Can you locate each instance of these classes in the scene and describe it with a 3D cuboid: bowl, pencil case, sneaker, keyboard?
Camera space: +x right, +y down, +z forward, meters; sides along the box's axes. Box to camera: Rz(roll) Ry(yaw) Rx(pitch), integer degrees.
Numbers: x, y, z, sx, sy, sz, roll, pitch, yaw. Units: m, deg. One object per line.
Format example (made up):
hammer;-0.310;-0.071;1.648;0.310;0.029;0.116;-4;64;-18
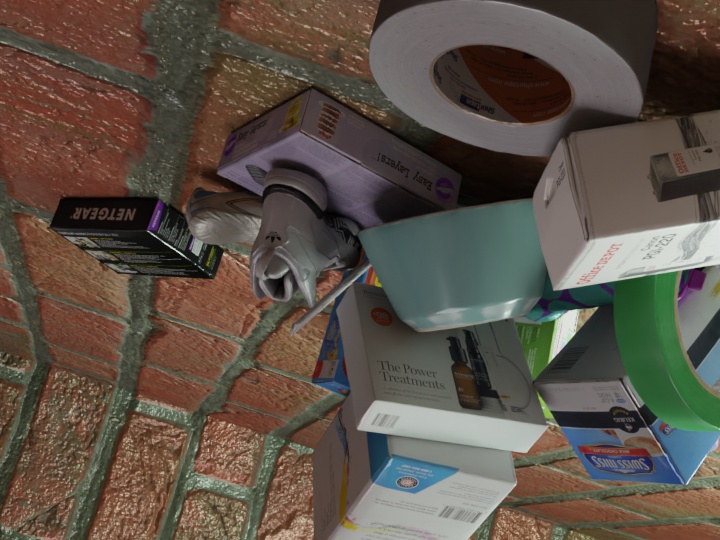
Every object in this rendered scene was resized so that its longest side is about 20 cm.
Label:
bowl;0.102;-0.001;0.992;0.197;0.107;0.201;-10;178;0
pencil case;0.243;0.000;1.038;0.092;0.086;0.199;41;154;-20
sneaker;-0.110;-0.060;1.211;0.197;0.073;0.072;10;136;-22
keyboard;0.000;0.000;1.099;0.011;0.200;0.056;49;162;-1
sneaker;-0.058;-0.013;1.042;0.074;0.117;0.200;8;161;21

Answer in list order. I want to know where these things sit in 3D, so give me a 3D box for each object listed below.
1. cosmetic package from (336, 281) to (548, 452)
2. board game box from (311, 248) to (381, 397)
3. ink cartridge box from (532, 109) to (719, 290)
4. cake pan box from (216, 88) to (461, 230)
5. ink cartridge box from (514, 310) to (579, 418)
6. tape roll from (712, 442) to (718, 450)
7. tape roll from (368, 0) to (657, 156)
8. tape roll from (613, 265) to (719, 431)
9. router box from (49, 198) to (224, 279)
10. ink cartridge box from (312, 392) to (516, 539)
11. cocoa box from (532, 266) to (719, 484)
cosmetic package;0.081;0.098;1.041;0.197;0.152;0.052;11;131;-24
board game box;0.062;0.069;1.199;0.194;0.203;0.056;24;163;-26
ink cartridge box;0.240;-0.054;0.762;0.196;0.086;0.146;-7;165;-2
cake pan box;-0.021;-0.096;1.035;0.198;0.053;0.183;25;161;-26
ink cartridge box;0.226;0.108;1.264;0.075;0.150;0.200;4;160;27
tape roll;0.411;0.190;1.448;0.196;0.086;0.200;13;162;4
tape roll;0.106;-0.158;0.725;0.197;0.067;0.201;15;161;5
tape roll;0.309;0.041;0.912;0.199;0.204;0.048;26;160;-30
router box;-0.311;-0.044;1.419;0.197;0.052;0.149;3;156;34
ink cartridge box;0.049;0.212;1.099;0.145;0.147;0.201;15;131;-19
cocoa box;0.303;0.103;1.044;0.132;0.200;0.133;56;150;-13
